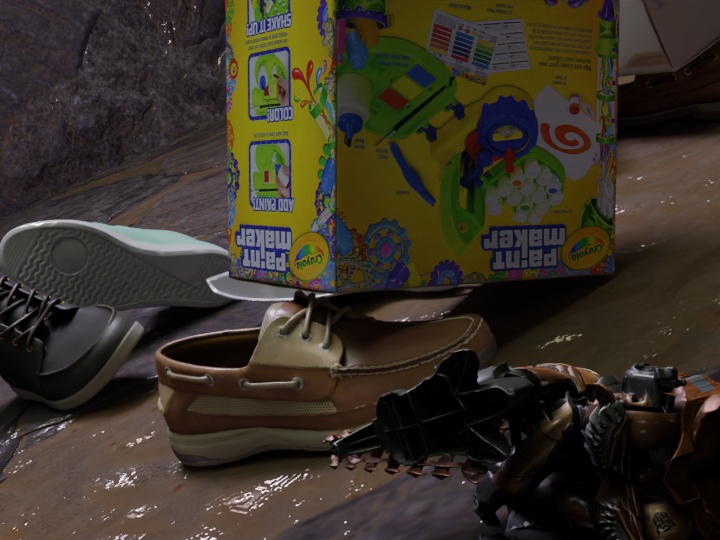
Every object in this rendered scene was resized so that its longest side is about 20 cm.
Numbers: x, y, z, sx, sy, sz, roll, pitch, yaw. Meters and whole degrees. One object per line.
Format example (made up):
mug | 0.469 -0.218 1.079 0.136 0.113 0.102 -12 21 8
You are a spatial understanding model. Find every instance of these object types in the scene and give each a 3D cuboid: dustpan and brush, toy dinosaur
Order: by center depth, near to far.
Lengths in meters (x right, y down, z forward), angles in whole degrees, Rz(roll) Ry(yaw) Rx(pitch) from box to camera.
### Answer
toy dinosaur | 0.067 0.073 0.382 0.135 0.103 0.200 -14 -14 -48
dustpan and brush | 0.000 0.000 0.794 0.139 0.058 0.199 -18 1 -44

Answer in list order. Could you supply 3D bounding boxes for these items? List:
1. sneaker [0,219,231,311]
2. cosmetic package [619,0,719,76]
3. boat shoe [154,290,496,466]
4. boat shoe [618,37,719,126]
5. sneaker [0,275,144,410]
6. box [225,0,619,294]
sneaker | -0.213 -0.004 0.948 0.199 0.074 0.118 8 4 -25
cosmetic package | 0.222 -0.218 0.947 0.105 0.071 0.200 -36 20 -17
boat shoe | -0.028 0.050 0.579 0.199 0.072 0.076 -16 15 22
boat shoe | 0.281 -0.172 0.966 0.072 0.068 0.200 -29 15 -24
sneaker | -0.247 0.044 0.822 0.199 0.106 0.075 -12 37 49
box | 0.037 -0.091 0.632 0.199 0.194 0.122 -3 5 -35
